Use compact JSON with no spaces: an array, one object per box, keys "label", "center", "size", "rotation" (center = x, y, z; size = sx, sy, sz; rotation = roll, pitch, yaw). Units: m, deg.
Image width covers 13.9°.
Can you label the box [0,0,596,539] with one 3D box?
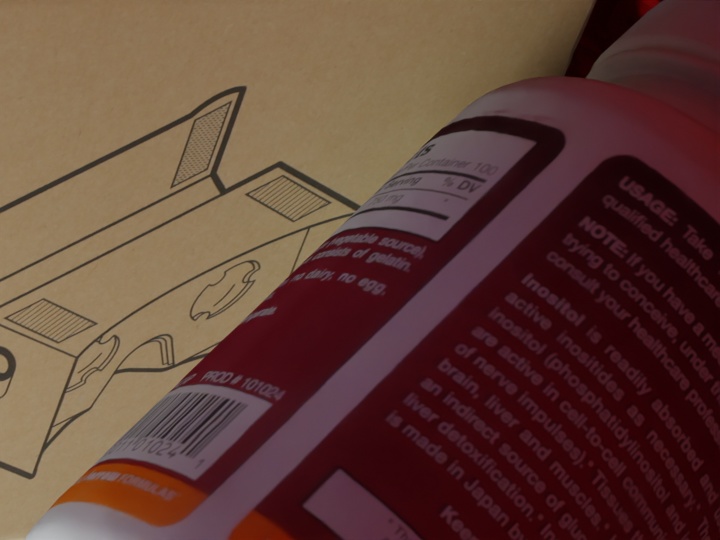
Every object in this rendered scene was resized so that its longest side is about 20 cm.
[{"label":"box","center":[-0.056,-0.002,0.648],"size":[0.021,0.200,0.164],"rotation":[53,135,37]}]

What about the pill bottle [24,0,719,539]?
[{"label":"pill bottle","center":[0.032,0.034,0.617],"size":[0.113,0.200,0.113],"rotation":[35,152,22]}]
